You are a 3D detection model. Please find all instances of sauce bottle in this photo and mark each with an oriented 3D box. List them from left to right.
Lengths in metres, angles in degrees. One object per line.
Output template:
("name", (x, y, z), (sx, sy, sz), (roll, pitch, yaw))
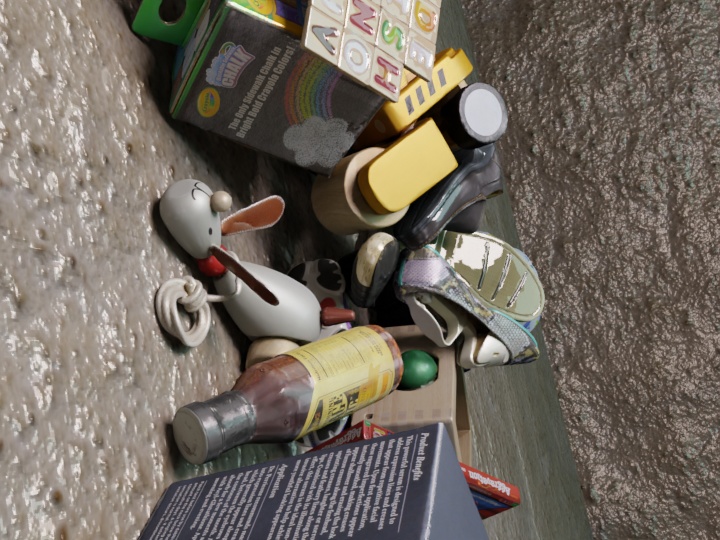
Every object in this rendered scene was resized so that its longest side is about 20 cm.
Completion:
("sauce bottle", (-0.050, 0.093, 0.635), (0.198, 0.065, 0.067), (-17, 91, -44))

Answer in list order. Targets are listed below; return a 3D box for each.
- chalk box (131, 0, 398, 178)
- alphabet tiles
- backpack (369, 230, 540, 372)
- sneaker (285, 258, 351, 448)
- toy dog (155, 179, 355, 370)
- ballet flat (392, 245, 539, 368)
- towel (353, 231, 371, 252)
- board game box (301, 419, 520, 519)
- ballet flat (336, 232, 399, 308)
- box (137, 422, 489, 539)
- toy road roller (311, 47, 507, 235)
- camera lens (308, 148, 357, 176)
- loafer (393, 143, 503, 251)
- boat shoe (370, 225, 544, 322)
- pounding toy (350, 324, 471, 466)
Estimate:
("chalk box", (-0.085, -0.190, 0.700), (0.197, 0.125, 0.125), (20, 45, -25))
("alphabet tiles", (0.007, -0.241, 0.651), (0.166, 0.007, 0.204), (21, 71, -41))
("backpack", (0.119, 0.039, 1.010), (0.152, 0.200, 0.165), (17, 48, -25))
("sneaker", (-0.029, 0.080, 0.790), (0.084, 0.079, 0.202), (65, 19, -44))
("toy dog", (-0.073, 0.009, 0.677), (0.200, 0.095, 0.134), (44, 34, -58))
("ballet flat", (0.102, 0.057, 0.839), (0.200, 0.072, 0.073), (40, 33, -26))
("towel", (0.050, -0.064, 0.959), (0.034, 0.132, 0.202), (42, -35, 21))
("board game box", (0.041, 0.190, 0.749), (0.198, 0.102, 0.020), (29, 43, -33))
("ballet flat", (0.000, 0.000, 0.816), (0.056, 0.067, 0.200), (33, -10, 1))
("box", (-0.022, 0.200, 0.505), (0.107, 0.197, 0.150), (-67, 138, -63))
("toy road roller", (0.024, -0.142, 0.785), (0.200, 0.122, 0.147), (-41, 104, -23))
("camera lens", (-0.007, -0.209, 0.955), (0.202, 0.157, 0.161), (-86, 154, -46))
("loafer", (0.098, -0.069, 0.831), (0.073, 0.072, 0.200), (57, 44, -14))
("boat shoe", (0.102, -0.005, 0.895), (0.076, 0.198, 0.068), (-64, -171, -18))
("pounding toy", (0.038, 0.142, 0.888), (0.185, 0.139, 0.203), (-78, 159, -58))
